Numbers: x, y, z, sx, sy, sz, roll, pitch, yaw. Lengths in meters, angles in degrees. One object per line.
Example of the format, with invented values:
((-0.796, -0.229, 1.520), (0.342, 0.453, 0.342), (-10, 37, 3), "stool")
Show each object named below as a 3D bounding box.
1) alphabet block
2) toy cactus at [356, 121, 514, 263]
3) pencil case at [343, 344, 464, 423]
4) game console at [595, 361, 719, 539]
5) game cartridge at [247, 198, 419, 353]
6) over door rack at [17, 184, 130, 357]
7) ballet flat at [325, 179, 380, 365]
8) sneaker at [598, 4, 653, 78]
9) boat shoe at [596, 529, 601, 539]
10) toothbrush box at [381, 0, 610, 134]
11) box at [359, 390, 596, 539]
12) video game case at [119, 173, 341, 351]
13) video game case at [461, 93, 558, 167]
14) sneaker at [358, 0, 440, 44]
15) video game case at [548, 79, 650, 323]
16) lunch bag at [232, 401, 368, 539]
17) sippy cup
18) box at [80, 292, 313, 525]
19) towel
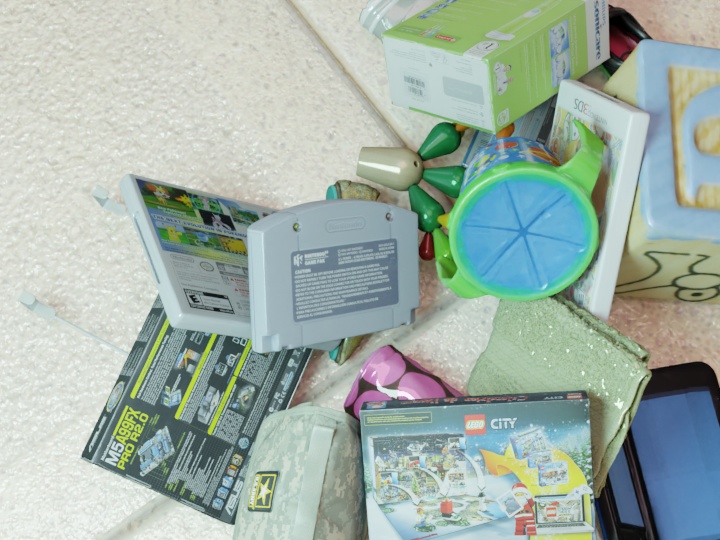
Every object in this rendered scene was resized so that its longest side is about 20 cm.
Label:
((0.328, -0.088, 1.214), (0.195, 0.200, 0.197), (7, 72, -9), "alphabet block")
((0.080, -0.098, 1.281), (0.165, 0.102, 0.201), (12, 77, 5), "toy cactus")
((0.075, 0.164, 1.205), (0.200, 0.094, 0.091), (39, 32, 14), "pencil case")
((0.292, 0.182, 1.182), (0.118, 0.171, 0.200), (-20, 69, 21), "game console")
((-0.024, -0.001, 1.177), (0.200, 0.041, 0.134), (-8, 104, -42), "game cartridge")
((-0.222, 0.024, 1.260), (0.200, 0.067, 0.148), (29, 73, 7), "over door rack")
((0.000, 0.000, 1.274), (0.070, 0.071, 0.201), (-2, 70, 0), "ballet flat")
((0.256, -0.276, 1.359), (0.200, 0.084, 0.077), (33, 73, 11), "sneaker")
((0.198, 0.282, 1.129), (0.073, 0.067, 0.200), (-30, 99, -22), "boat shoe")
((0.143, -0.234, 1.282), (0.145, 0.086, 0.200), (22, 46, 39), "toothbrush box")
((0.103, 0.180, 1.079), (0.199, 0.038, 0.137), (-3, 96, 6), "box")
((-0.126, -0.006, 1.204), (0.022, 0.200, 0.183), (-48, 51, 29), "video game case")
((0.228, -0.137, 1.345), (0.200, 0.018, 0.143), (22, 71, 8), "video game case")
((0.095, -0.315, 1.391), (0.200, 0.075, 0.082), (-40, 89, -6), "sneaker")
((0.216, -0.072, 1.194), (0.023, 0.182, 0.201), (4, 107, -13), "video game case")
((-0.050, 0.219, 1.121), (0.117, 0.200, 0.164), (11, 71, 4), "lunch bag")
((0.148, -0.060, 1.158), (0.177, 0.140, 0.130), (-13, 27, 8), "sippy cup")
((-0.154, 0.123, 1.191), (0.160, 0.044, 0.200), (29, 76, -22), "box")
((0.180, 0.100, 1.144), (0.036, 0.149, 0.200), (5, 22, -36), "towel")
